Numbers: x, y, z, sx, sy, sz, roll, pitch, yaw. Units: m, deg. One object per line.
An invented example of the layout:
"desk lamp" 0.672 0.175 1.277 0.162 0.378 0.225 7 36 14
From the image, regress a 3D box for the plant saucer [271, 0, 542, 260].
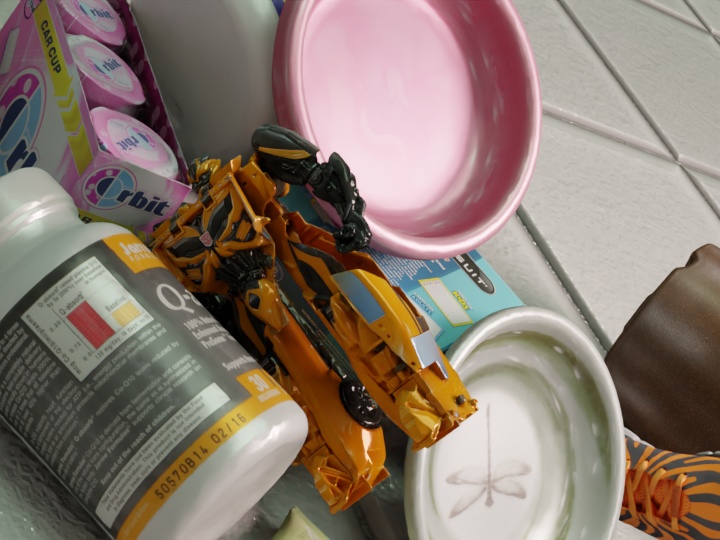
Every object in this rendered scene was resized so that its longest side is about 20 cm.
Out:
"plant saucer" 0.022 -0.104 1.127 0.200 0.051 0.201 6 80 -40

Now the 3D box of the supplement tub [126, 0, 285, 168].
"supplement tub" -0.033 -0.151 1.215 0.200 0.146 0.146 -20 61 -40

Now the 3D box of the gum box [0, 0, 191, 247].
"gum box" -0.176 -0.081 1.126 0.066 0.114 0.200 20 31 -35

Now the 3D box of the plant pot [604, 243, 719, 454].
"plant pot" 0.292 0.096 1.409 0.198 0.201 0.200 40 24 18

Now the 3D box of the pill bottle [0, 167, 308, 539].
"pill bottle" -0.131 0.048 0.973 0.200 0.116 0.116 46 26 11

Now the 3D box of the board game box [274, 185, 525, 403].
"board game box" 0.000 0.000 1.141 0.151 0.047 0.200 50 27 10

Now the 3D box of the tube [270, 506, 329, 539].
"tube" -0.042 0.179 0.970 0.200 0.052 0.058 -32 115 -67

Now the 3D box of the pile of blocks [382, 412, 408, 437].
"pile of blocks" 0.033 0.082 1.224 0.200 0.062 0.082 44 58 2

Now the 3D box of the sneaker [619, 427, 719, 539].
"sneaker" 0.176 0.148 1.232 0.112 0.078 0.200 5 4 -40

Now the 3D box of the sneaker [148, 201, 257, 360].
"sneaker" -0.057 0.028 1.158 0.082 0.074 0.200 -1 47 -50

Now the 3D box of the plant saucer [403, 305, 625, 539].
"plant saucer" 0.083 0.121 1.139 0.050 0.201 0.200 2 -6 44

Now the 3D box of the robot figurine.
"robot figurine" -0.034 0.022 1.010 0.200 0.145 0.058 53 33 4
